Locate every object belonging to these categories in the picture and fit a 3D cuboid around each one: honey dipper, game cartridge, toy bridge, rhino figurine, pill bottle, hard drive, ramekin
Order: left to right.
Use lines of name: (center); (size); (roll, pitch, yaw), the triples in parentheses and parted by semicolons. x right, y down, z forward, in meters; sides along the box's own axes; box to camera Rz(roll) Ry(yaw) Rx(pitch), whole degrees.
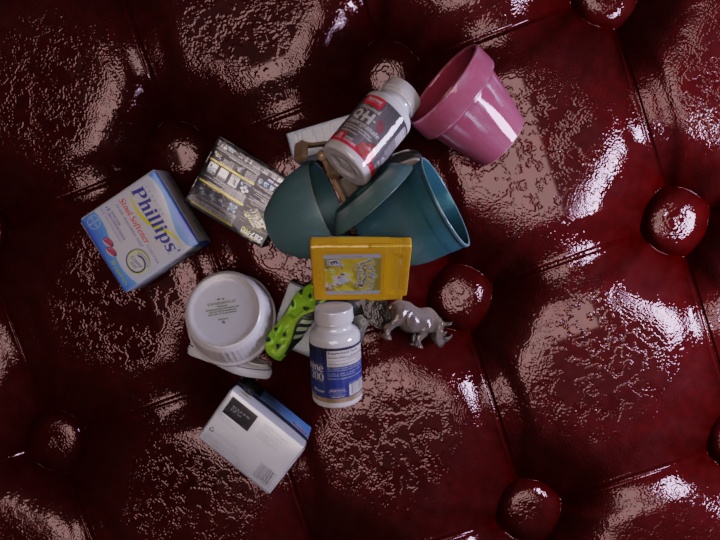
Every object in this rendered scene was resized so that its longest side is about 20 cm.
ramekin: (-0.281, 0.096, 1.427); (0.198, 0.094, 0.207); (0, 73, 1)
hard drive: (-0.088, 0.124, 1.484); (0.197, 0.033, 0.142); (22, 95, 0)
toy bridge: (-0.052, -0.219, 1.350); (0.027, 0.198, 0.069); (-17, 64, 40)
pill bottle: (-0.053, 0.174, 1.405); (0.108, 0.111, 0.204); (-1, 105, 3)
honey dipper: (-0.045, -0.164, 1.411); (0.037, 0.038, 0.202); (-26, 122, 4)
game cartridge: (0.000, 0.000, 1.343); (0.195, 0.178, 0.033); (1, 52, 1)
pill bottle: (0.028, -0.273, 1.299); (0.110, 0.111, 0.201); (38, 76, -1)
rhino figurine: (0.127, 0.119, 1.431); (0.197, 0.059, 0.089); (18, 86, -33)

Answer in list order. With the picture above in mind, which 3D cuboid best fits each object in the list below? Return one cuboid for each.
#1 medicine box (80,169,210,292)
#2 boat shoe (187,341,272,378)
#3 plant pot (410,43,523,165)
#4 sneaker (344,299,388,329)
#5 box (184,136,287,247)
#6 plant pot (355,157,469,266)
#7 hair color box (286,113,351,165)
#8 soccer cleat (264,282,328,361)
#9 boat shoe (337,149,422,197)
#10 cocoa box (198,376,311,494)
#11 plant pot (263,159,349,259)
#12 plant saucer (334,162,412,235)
medicine box: (-0.459, -0.086, 1.449); (0.198, 0.103, 0.184); (-32, 93, 5)
boat shoe: (-0.284, 0.180, 1.477); (0.196, 0.074, 0.068); (17, 96, 1)
plant pot: (0.227, -0.320, 1.366); (0.178, 0.200, 0.201); (38, 95, -16)
sneaker: (0.014, 0.029, 1.452); (0.102, 0.060, 0.204); (-4, 81, -5)
box: (-0.257, -0.169, 1.461); (0.198, 0.049, 0.163); (30, 93, -1)
plant pot: (0.098, -0.096, 1.386); (0.186, 0.200, 0.203); (-29, 93, 17)
hair color box: (-0.049, -0.282, 1.416); (0.196, 0.099, 0.062); (-15, 93, 3)
soccer cleat: (-0.131, 0.105, 1.439); (0.067, 0.081, 0.201); (34, 74, 20)
boat shoe: (0.042, -0.210, 1.448); (0.196, 0.058, 0.068); (-15, 129, 7)
cocoa box: (-0.225, 0.351, 1.459); (0.199, 0.131, 0.134); (38, 96, -1)
plant pot: (-0.120, -0.106, 1.383); (0.133, 0.200, 0.203); (-22, 94, 12)
plant saucer: (0.015, -0.147, 1.300); (0.199, 0.200, 0.036); (-42, 100, 5)
